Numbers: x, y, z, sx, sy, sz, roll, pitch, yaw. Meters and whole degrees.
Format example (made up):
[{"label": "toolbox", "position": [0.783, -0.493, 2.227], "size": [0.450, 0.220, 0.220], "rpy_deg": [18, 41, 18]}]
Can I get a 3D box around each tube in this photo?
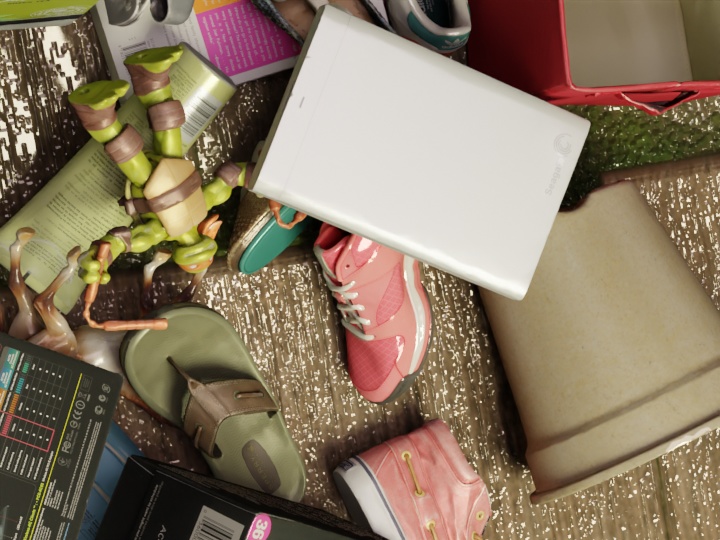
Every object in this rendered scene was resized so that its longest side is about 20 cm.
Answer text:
[{"label": "tube", "position": [-0.168, -0.067, 1.274], "size": [0.058, 0.052, 0.200], "rpy_deg": [43, 96, 23]}]

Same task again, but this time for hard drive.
[{"label": "hard drive", "position": [0.041, -0.077, 1.241], "size": [0.200, 0.026, 0.132], "rpy_deg": [22, 87, -14]}]

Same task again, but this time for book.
[{"label": "book", "position": [-0.090, -0.199, 1.317], "size": [0.200, 0.048, 0.134], "rpy_deg": [-19, 96, -16]}]

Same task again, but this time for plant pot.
[{"label": "plant pot", "position": [0.174, 0.043, 1.337], "size": [0.200, 0.200, 0.184], "rpy_deg": [-24, 85, -17]}]

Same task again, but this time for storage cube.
[{"label": "storage cube", "position": [0.182, -0.207, 1.336], "size": [0.171, 0.180, 0.200], "rpy_deg": [-4, 91, -18]}]

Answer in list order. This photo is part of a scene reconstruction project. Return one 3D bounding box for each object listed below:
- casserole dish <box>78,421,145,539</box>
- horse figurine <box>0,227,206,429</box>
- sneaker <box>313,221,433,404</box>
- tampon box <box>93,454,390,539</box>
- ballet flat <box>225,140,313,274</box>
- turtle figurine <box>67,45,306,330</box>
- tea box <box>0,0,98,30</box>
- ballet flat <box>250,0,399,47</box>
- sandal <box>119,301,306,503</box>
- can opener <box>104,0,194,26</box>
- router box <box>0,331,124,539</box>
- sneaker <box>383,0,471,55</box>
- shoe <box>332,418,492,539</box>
[{"label": "casserole dish", "position": [-0.179, 0.184, 1.283], "size": [0.121, 0.039, 0.200], "rpy_deg": [-41, 100, -15]}, {"label": "horse figurine", "position": [-0.181, 0.042, 1.270], "size": [0.200, 0.050, 0.133], "rpy_deg": [4, 111, -27]}, {"label": "sneaker", "position": [0.000, 0.000, 1.303], "size": [0.087, 0.074, 0.200], "rpy_deg": [-8, 111, -36]}, {"label": "tampon box", "position": [-0.072, 0.225, 1.224], "size": [0.200, 0.126, 0.150], "rpy_deg": [25, 85, -48]}, {"label": "ballet flat", "position": [-0.036, -0.080, 1.331], "size": [0.200, 0.071, 0.065], "rpy_deg": [-42, 74, -17]}, {"label": "turtle figurine", "position": [-0.122, -0.064, 1.228], "size": [0.200, 0.064, 0.161], "rpy_deg": [-30, 117, -23]}, {"label": "tea box", "position": [-0.243, -0.262, 1.187], "size": [0.134, 0.197, 0.200], "rpy_deg": [-7, 92, -18]}, {"label": "ballet flat", "position": [-0.024, -0.182, 1.270], "size": [0.074, 0.074, 0.200], "rpy_deg": [-44, 95, -14]}, {"label": "sandal", "position": [-0.088, 0.099, 1.276], "size": [0.080, 0.057, 0.201], "rpy_deg": [-41, 121, -10]}, {"label": "can opener", "position": [-0.159, -0.255, 1.266], "size": [0.067, 0.053, 0.200], "rpy_deg": [4, 66, -39]}, {"label": "router box", "position": [-0.249, 0.134, 1.168], "size": [0.150, 0.062, 0.200], "rpy_deg": [22, 55, -14]}, {"label": "sneaker", "position": [0.038, -0.248, 1.334], "size": [0.070, 0.093, 0.200], "rpy_deg": [-17, 94, -18]}, {"label": "shoe", "position": [0.064, 0.209, 1.344], "size": [0.091, 0.071, 0.200], "rpy_deg": [-27, 94, -14]}]
